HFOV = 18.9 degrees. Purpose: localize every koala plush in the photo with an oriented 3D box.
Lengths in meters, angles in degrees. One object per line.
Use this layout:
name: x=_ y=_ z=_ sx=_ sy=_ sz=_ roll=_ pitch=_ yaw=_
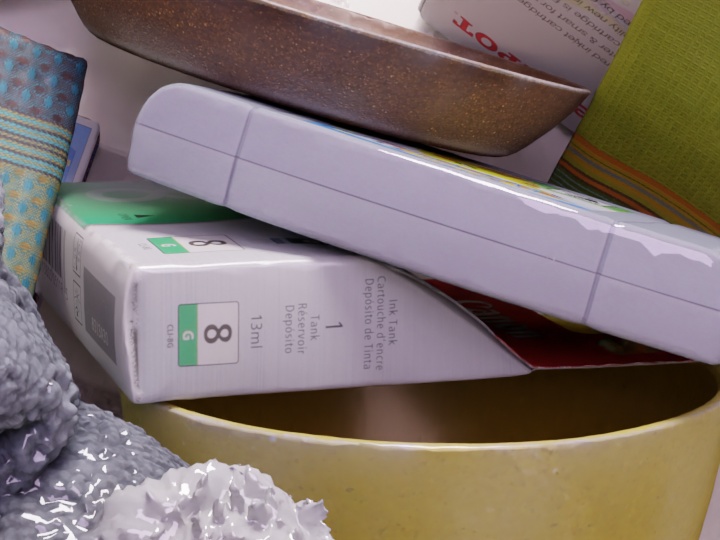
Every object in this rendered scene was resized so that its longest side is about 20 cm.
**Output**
koala plush: x=-0.107 y=0.068 z=0.600 sx=0.199 sy=0.177 sz=0.184 roll=35 pitch=52 yaw=-9

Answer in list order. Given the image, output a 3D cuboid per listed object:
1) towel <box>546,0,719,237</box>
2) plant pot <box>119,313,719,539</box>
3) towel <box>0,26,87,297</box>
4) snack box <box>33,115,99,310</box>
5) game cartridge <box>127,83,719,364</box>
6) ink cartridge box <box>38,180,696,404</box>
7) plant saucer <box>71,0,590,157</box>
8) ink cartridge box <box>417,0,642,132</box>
towel: x=0.118 y=-0.042 z=0.763 sx=0.086 sy=0.200 sz=0.018 roll=30 pitch=54 yaw=6
plant pot: x=0.020 y=0.101 z=0.713 sx=0.198 sy=0.200 sz=0.143 roll=-1 pitch=100 yaw=-12
towel: x=-0.175 y=-0.001 z=0.692 sx=0.146 sy=0.022 sz=0.202 roll=20 pitch=67 yaw=-22
snack box: x=-0.200 y=-0.052 z=0.795 sx=0.198 sy=0.024 sz=0.072 roll=19 pitch=69 yaw=-4
game cartridge: x=0.032 y=-0.017 z=0.697 sx=0.198 sy=0.133 sz=0.041 roll=18 pitch=99 yaw=15
ink cartridge box: x=0.000 y=0.000 z=0.737 sx=0.198 sy=0.161 sz=0.051 roll=-5 pitch=102 yaw=-18
plant saucer: x=-0.018 y=-0.078 z=0.767 sx=0.199 sy=0.200 sz=0.035 roll=17 pitch=98 yaw=-5
ink cartridge box: x=0.136 y=-0.145 z=0.802 sx=0.146 sy=0.200 sz=0.146 roll=36 pitch=66 yaw=2
